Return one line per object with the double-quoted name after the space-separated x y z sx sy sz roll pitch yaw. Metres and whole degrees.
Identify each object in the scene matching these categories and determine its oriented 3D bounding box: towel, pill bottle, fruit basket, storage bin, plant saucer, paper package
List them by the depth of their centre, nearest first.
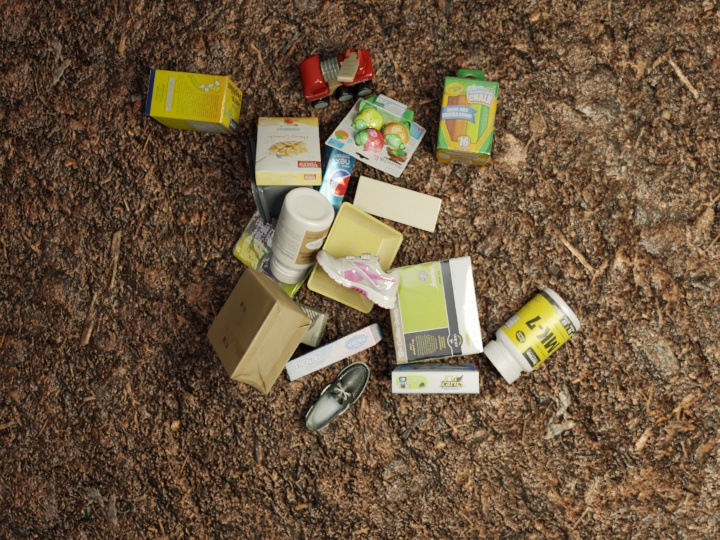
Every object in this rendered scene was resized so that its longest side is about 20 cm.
-0.222 0.124 1.212 0.194 0.102 0.199 -57 38 1 "paper package"
0.370 0.145 1.244 0.199 0.114 0.115 -42 83 5 "pill bottle"
-0.137 -0.070 1.258 0.113 0.115 0.203 34 133 8 "pill bottle"
0.040 -0.307 1.272 0.181 0.202 0.095 26 135 8 "fruit basket"
-0.018 -0.029 1.294 0.048 0.197 0.205 24 90 52 "plant saucer"
-0.179 -0.211 1.309 0.130 0.148 0.204 -13 49 -2 "storage bin"
-0.206 -0.045 1.376 0.198 0.023 0.145 38 92 8 "towel"

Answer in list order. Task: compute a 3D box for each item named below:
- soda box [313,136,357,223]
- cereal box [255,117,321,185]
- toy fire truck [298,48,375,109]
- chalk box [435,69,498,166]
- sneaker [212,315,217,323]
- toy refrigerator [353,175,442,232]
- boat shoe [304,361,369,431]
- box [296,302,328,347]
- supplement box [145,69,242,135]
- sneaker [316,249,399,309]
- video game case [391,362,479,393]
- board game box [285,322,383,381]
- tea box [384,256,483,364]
-0.068 -0.207 1.330 0.062 0.068 0.207 17 91 -22 "soda box"
-0.158 -0.265 1.247 0.138 0.040 0.204 -1 47 -7 "cereal box"
-0.057 -0.442 1.280 0.170 0.200 0.133 -13 86 7 "toy fire truck"
0.239 -0.353 1.274 0.120 0.124 0.208 6 89 7 "chalk box"
-0.270 0.175 1.363 0.195 0.077 0.082 26 110 13 "sneaker"
0.087 -0.154 1.318 0.194 0.070 0.079 17 97 9 "toy refrigerator"
-0.053 0.298 1.323 0.075 0.060 0.202 38 93 7 "boat shoe"
-0.179 0.109 1.343 0.194 0.068 0.085 18 90 8 "box"
-0.399 -0.404 1.372 0.193 0.109 0.114 8 89 7 "supplement box"
0.000 0.000 1.197 0.195 0.081 0.090 28 91 0 "sneaker"
0.160 0.229 1.226 0.174 0.200 0.047 -1 86 7 "video game case"
-0.051 0.175 1.258 0.195 0.199 0.045 -24 85 6 "board game box"
0.161 0.088 1.264 0.189 0.134 0.208 -8 86 7 "tea box"
